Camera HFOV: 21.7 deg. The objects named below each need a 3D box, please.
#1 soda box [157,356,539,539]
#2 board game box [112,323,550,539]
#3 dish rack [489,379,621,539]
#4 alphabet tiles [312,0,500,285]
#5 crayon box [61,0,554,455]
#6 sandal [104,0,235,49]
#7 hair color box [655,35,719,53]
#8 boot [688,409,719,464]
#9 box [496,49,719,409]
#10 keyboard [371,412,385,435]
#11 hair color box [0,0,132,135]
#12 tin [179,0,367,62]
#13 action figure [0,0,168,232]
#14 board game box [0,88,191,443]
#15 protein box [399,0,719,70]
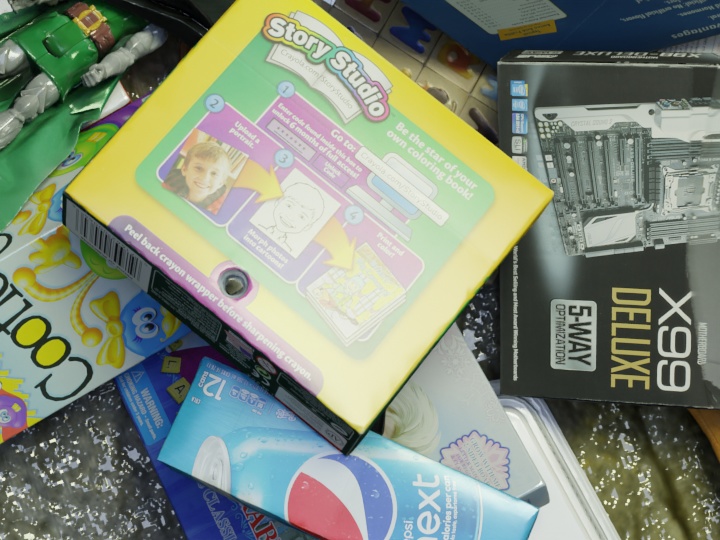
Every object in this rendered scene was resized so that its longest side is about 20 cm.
[{"bbox_3d":[-0.006,0.119,1.022,0.199,0.068,0.064,23,81,6],"label":"soda box"},{"bbox_3d":[-0.022,0.093,1.105,0.199,0.041,0.201,-28,67,-4],"label":"board game box"},{"bbox_3d":[0.054,0.177,1.122,0.199,0.044,0.172,-28,84,-3],"label":"dish rack"},{"bbox_3d":[0.016,-0.084,1.122,0.199,0.006,0.167,32,68,-6],"label":"alphabet tiles"},{"bbox_3d":[-0.028,-0.034,1.001,0.200,0.058,0.173,39,70,4],"label":"crayon box"},{"bbox_3d":[-0.096,-0.169,1.081,0.200,0.048,0.076,35,58,-4],"label":"sandal"},{"bbox_3d":[0.273,-0.107,1.140,0.199,0.064,0.112,15,82,3],"label":"hair color box"},{"bbox_3d":[0.306,0.086,1.124,0.200,0.071,0.145,-22,69,-16],"label":"boot"},{"bbox_3d":[0.160,-0.024,1.077,0.157,0.050,0.201,4,106,16],"label":"box"},{"bbox_3d":[0.000,0.000,1.077,0.103,0.040,0.202,7,93,8],"label":"keyboard"},{"bbox_3d":[-0.249,-0.095,1.143,0.199,0.064,0.111,-29,85,-6],"label":"hair color box"},{"bbox_3d":[-0.046,-0.177,1.168,0.111,0.042,0.201,13,83,-3],"label":"tin"},{"bbox_3d":[-0.175,-0.126,1.085,0.118,0.055,0.200,46,62,2],"label":"action figure"},{"bbox_3d":[-0.165,-0.004,1.094,0.199,0.105,0.103,-31,120,-4],"label":"board game box"},{"bbox_3d":[0.122,-0.218,1.045,0.198,0.200,0.136,-11,69,32],"label":"protein box"}]
